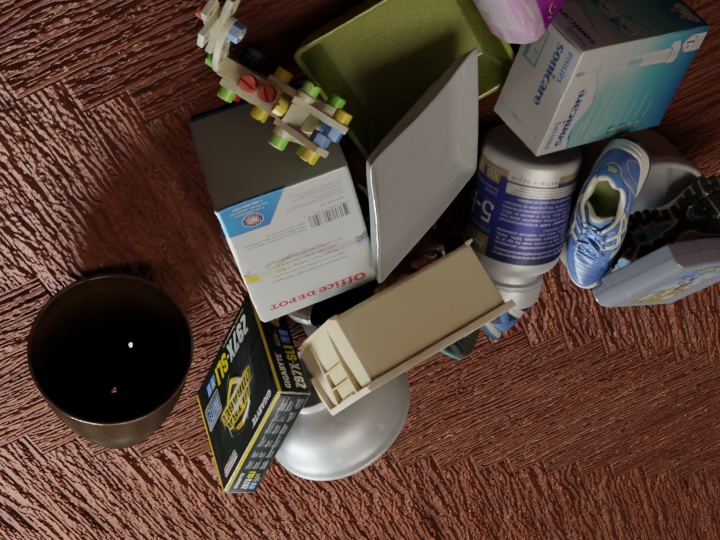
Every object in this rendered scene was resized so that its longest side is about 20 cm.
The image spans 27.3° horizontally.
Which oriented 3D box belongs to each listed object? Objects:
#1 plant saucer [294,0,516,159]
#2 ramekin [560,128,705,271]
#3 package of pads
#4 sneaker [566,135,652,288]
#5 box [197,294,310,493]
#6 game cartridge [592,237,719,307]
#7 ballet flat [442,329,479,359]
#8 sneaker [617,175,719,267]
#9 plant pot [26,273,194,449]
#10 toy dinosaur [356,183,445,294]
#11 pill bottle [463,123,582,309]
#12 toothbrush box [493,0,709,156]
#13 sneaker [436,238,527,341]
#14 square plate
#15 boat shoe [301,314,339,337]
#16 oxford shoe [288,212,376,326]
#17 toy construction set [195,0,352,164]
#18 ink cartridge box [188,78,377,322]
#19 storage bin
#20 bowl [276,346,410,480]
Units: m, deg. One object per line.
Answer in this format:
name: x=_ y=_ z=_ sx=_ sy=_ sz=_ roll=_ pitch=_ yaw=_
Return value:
plant saucer: x=0.048 y=-0.234 z=1.581 sx=0.199 sy=0.048 sz=0.200 roll=-29 pitch=141 yaw=8
ramekin: x=0.323 y=-0.089 z=1.840 sx=0.202 sy=0.094 sz=0.203 roll=-13 pitch=140 yaw=-11
package of pads: x=0.145 y=-0.329 z=1.463 sx=0.121 sy=0.076 sz=0.200 roll=-56 pitch=142 yaw=-13
sneaker: x=0.270 y=-0.058 z=1.702 sx=0.077 sy=0.076 sz=0.200 roll=-44 pitch=151 yaw=-46
box: x=-0.136 y=0.153 z=1.845 sx=0.049 sy=0.160 sz=0.200 roll=6 pitch=134 yaw=-27
game cartridge: x=0.378 y=0.002 z=1.764 sx=0.133 sy=0.042 sz=0.200 roll=-25 pitch=165 yaw=36
ballet flat: x=0.086 y=0.066 z=1.935 sx=0.200 sy=0.068 sz=0.068 roll=13 pitch=120 yaw=-49
sneaker: x=0.392 y=-0.053 z=1.801 sx=0.199 sy=0.079 sz=0.090 roll=-17 pitch=161 yaw=-6
plant pot: x=-0.289 y=0.131 z=1.756 sx=0.186 sy=0.187 sz=0.200 roll=-13 pitch=155 yaw=-12
toy dinosaur: x=0.048 y=-0.029 z=1.807 sx=0.101 sy=0.058 sz=0.200 roll=-15 pitch=140 yaw=-8
pill bottle: x=0.185 y=-0.061 z=1.752 sx=0.119 sy=0.120 sz=0.201 roll=-4 pitch=122 yaw=-21
toothbrush box: x=0.264 y=-0.222 z=1.630 sx=0.200 sy=0.085 sz=0.147 roll=-18 pitch=144 yaw=-34
sneaker: x=0.159 y=0.010 z=1.897 sx=0.082 sy=0.074 sz=0.200 roll=-35 pitch=142 yaw=2
square plate: x=0.064 y=-0.114 z=1.596 sx=0.200 sy=0.028 sz=0.198 roll=-50 pitch=154 yaw=-28
boat shoe: x=-0.056 y=0.020 z=1.799 sx=0.068 sy=0.074 sz=0.200 roll=-22 pitch=142 yaw=1
oxford shoe: x=0.000 y=0.000 z=1.720 sx=0.200 sy=0.084 sz=0.073 roll=-40 pitch=139 yaw=-14
toy construction set: x=-0.095 y=-0.184 z=1.487 sx=0.092 sy=0.200 sz=0.131 roll=-43 pitch=177 yaw=11
ink cartridge box: x=-0.082 y=-0.074 z=1.623 sx=0.147 sy=0.145 sz=0.200 roll=-20 pitch=141 yaw=-3
storage bin: x=0.045 y=0.070 z=1.723 sx=0.200 sy=0.094 sz=0.199 roll=-30 pitch=175 yaw=-20
bowl: x=-0.045 y=0.154 z=1.860 sx=0.201 sy=0.201 sz=0.090 roll=-29 pitch=137 yaw=8
